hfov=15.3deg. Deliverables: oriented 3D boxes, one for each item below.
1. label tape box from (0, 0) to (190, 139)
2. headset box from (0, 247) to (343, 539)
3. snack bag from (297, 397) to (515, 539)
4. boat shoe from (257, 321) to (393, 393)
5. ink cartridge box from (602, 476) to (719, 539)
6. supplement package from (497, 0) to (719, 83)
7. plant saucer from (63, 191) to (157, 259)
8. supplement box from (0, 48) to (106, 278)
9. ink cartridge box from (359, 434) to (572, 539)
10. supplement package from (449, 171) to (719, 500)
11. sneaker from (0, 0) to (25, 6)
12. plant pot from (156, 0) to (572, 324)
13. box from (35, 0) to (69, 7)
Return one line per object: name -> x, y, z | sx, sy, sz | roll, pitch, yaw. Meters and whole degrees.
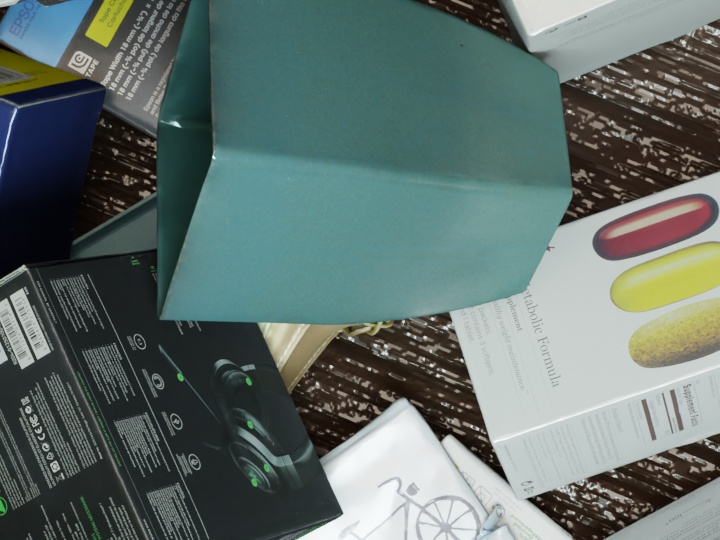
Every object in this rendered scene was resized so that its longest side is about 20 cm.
label tape box -> -0.090, -0.143, 1.561 | 0.199, 0.063, 0.145 | 30, 89, 8
headset box -> -0.118, 0.084, 1.440 | 0.093, 0.200, 0.175 | -30, 81, 29
snack bag -> 0.009, 0.197, 1.518 | 0.188, 0.021, 0.201 | -34, 83, 2
boat shoe -> 0.000, 0.000, 1.539 | 0.066, 0.074, 0.201 | 33, 90, 12
ink cartridge box -> 0.221, 0.173, 1.450 | 0.199, 0.176, 0.084 | -28, 102, 3
supplement package -> 0.154, -0.213, 1.476 | 0.190, 0.200, 0.148 | -22, 84, 3
plant saucer -> -0.119, -0.004, 1.542 | 0.199, 0.019, 0.070 | -29, 90, 24
supplement box -> -0.263, -0.078, 1.519 | 0.199, 0.109, 0.109 | 20, 106, 18
ink cartridge box -> 0.024, 0.200, 1.543 | 0.095, 0.037, 0.200 | 39, 88, 6
supplement package -> 0.158, 0.032, 1.492 | 0.199, 0.110, 0.114 | -19, 67, 3
sneaker -> -0.167, -0.180, 1.393 | 0.198, 0.130, 0.080 | 6, 88, 7
plant pot -> 0.003, -0.060, 1.413 | 0.199, 0.142, 0.142 | 6, 52, -13
box -> -0.095, -0.196, 1.492 | 0.199, 0.082, 0.049 | -12, 85, 6
